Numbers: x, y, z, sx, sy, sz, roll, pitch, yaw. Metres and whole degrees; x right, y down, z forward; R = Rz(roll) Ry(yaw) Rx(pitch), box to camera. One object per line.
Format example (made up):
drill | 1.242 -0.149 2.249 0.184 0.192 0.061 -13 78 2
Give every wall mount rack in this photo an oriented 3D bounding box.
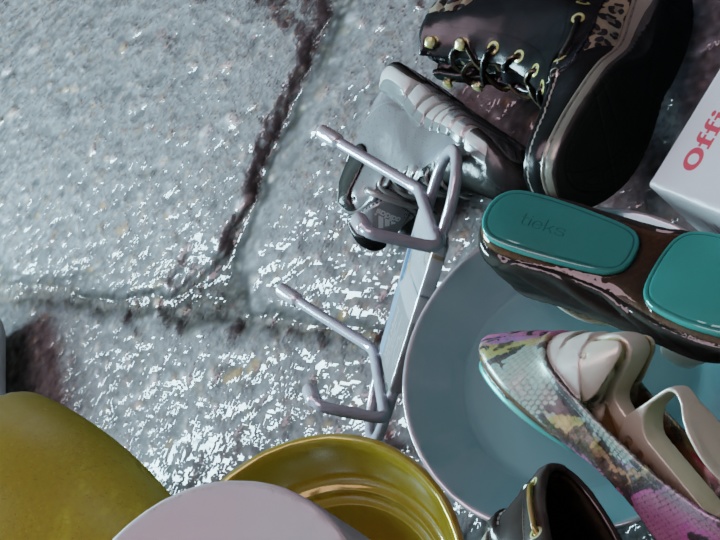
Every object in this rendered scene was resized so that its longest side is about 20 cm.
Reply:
wall mount rack | 0.000 0.000 1.035 0.174 0.074 0.201 -105 29 -66

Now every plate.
plate | 0.121 0.056 0.916 0.199 0.026 0.201 -10 58 17

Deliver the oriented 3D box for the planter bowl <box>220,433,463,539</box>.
planter bowl | -0.016 0.200 0.937 0.200 0.083 0.201 -14 57 22

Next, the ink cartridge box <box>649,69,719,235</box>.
ink cartridge box | 0.266 -0.057 0.829 0.200 0.084 0.145 30 88 52

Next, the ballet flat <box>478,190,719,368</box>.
ballet flat | 0.154 0.009 0.873 0.200 0.068 0.068 23 63 34

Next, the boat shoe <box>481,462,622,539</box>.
boat shoe | 0.110 0.170 0.764 0.061 0.071 0.201 -63 30 24

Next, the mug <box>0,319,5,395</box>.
mug | -0.368 0.095 1.356 0.186 0.149 0.154 -27 39 23

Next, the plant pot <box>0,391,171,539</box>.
plant pot | -0.187 0.194 1.079 0.142 0.200 0.201 15 75 25

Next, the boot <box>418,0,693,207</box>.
boot | 0.100 -0.113 0.997 0.153 0.074 0.204 5 45 32

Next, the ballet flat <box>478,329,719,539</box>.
ballet flat | 0.139 0.077 0.833 0.200 0.069 0.071 47 131 34

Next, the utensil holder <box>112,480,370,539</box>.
utensil holder | -0.024 0.202 0.758 0.169 0.200 0.171 -14 57 22

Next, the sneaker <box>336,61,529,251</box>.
sneaker | 0.045 -0.052 1.080 0.116 0.075 0.200 -57 29 9
